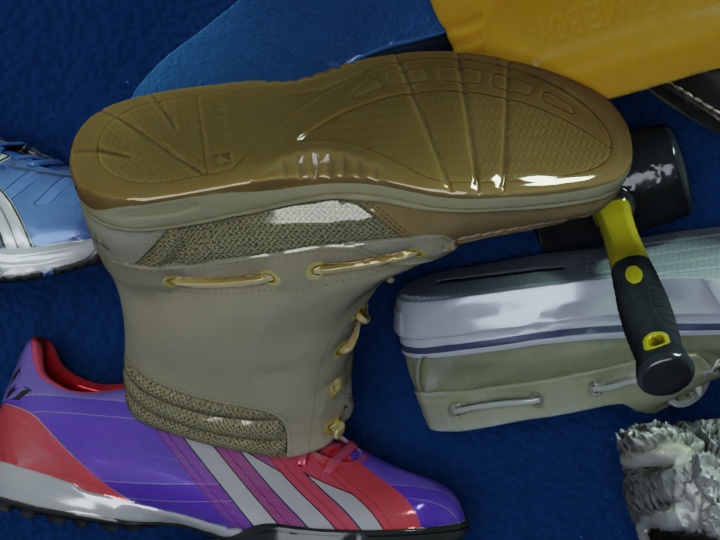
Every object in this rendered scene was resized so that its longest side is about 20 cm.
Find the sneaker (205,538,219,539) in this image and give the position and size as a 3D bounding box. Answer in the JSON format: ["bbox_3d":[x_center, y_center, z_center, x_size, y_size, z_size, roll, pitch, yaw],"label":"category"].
[{"bbox_3d":[-0.029,0.151,0.944,0.200,0.081,0.077,-2,93,11],"label":"sneaker"}]

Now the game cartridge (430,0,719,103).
[{"bbox_3d":[0.081,-0.162,0.828,0.176,0.032,0.200,-15,99,40],"label":"game cartridge"}]

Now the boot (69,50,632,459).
[{"bbox_3d":[0.000,0.000,0.885,0.200,0.155,0.073,-6,48,-2],"label":"boot"}]

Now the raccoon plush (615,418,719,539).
[{"bbox_3d":[0.193,0.061,0.921,0.134,0.097,0.200,36,68,20],"label":"raccoon plush"}]

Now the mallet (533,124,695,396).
[{"bbox_3d":[0.108,-0.006,0.863,0.066,0.200,0.041,-18,112,-1],"label":"mallet"}]

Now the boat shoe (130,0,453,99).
[{"bbox_3d":[-0.011,-0.097,0.935,0.200,0.069,0.084,-28,74,-7],"label":"boat shoe"}]

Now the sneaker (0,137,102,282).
[{"bbox_3d":[-0.175,-0.037,0.963,0.200,0.076,0.077,3,97,8],"label":"sneaker"}]

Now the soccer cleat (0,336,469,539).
[{"bbox_3d":[-0.053,0.074,0.954,0.200,0.068,0.073,7,89,12],"label":"soccer cleat"}]

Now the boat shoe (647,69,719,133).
[{"bbox_3d":[0.186,-0.070,0.907,0.200,0.065,0.073,23,97,9],"label":"boat shoe"}]

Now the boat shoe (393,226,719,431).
[{"bbox_3d":[0.113,0.024,0.929,0.200,0.072,0.062,-6,107,18],"label":"boat shoe"}]
